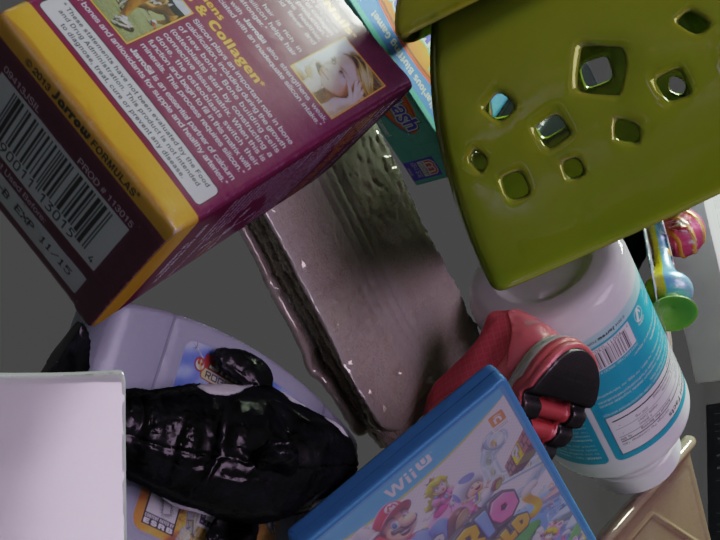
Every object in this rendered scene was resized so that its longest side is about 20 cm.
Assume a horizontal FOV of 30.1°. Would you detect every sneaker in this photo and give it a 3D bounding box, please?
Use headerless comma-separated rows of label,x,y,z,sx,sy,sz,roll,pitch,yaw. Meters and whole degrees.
sneaker,0.067,0.113,0.825,0.074,0.087,0.200,22,105,-41

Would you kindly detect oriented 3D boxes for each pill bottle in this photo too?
pill bottle,0.159,0.067,0.921,0.200,0.111,0.111,59,44,-35

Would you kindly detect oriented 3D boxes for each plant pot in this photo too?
plant pot,0.127,-0.119,0.780,0.182,0.200,0.199,63,8,-6

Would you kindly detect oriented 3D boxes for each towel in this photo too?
towel,0.000,0.000,0.836,0.133,0.034,0.200,-43,113,-45

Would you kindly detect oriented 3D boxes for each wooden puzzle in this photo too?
wooden puzzle,0.216,0.249,0.998,0.185,0.037,0.200,-32,116,-46

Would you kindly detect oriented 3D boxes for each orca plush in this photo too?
orca plush,-0.063,0.077,0.673,0.200,0.071,0.105,38,55,-34

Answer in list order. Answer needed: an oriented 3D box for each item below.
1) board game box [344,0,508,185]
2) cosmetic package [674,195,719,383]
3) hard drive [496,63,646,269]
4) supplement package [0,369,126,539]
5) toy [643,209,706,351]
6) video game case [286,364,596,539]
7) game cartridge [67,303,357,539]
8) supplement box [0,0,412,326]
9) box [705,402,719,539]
board game box,0.056,-0.181,0.929,0.152,0.045,0.200,54,49,-25
cosmetic package,0.303,-0.011,1.148,0.082,0.051,0.200,-12,90,-49
hard drive,0.157,-0.050,0.982,0.135,0.042,0.200,-54,132,-39
supplement package,-0.193,0.101,0.495,0.200,0.117,0.117,2,77,-20
toy,0.233,-0.037,1.001,0.200,0.047,0.115,-81,156,-44
video game case,0.057,0.158,0.775,0.143,0.018,0.200,-39,134,-6
game cartridge,-0.083,0.103,0.723,0.200,0.041,0.133,35,61,-36
supplement box,-0.091,-0.085,0.685,0.131,0.103,0.200,51,46,2
box,0.391,0.215,1.151,0.200,0.104,0.182,20,66,-42
